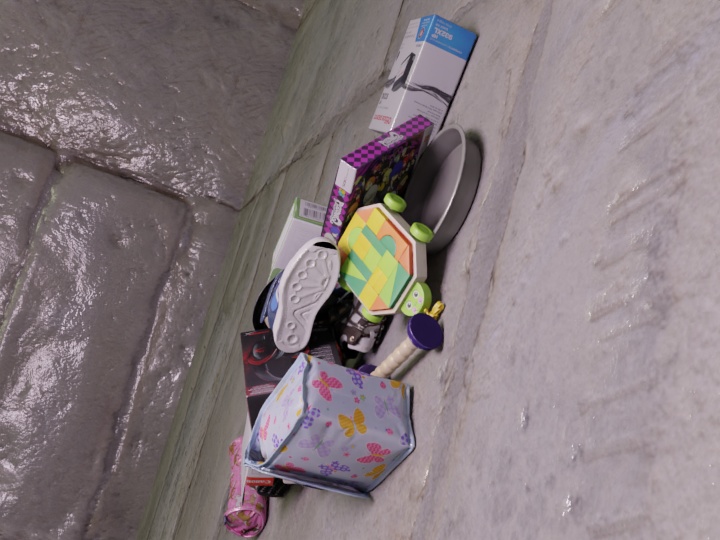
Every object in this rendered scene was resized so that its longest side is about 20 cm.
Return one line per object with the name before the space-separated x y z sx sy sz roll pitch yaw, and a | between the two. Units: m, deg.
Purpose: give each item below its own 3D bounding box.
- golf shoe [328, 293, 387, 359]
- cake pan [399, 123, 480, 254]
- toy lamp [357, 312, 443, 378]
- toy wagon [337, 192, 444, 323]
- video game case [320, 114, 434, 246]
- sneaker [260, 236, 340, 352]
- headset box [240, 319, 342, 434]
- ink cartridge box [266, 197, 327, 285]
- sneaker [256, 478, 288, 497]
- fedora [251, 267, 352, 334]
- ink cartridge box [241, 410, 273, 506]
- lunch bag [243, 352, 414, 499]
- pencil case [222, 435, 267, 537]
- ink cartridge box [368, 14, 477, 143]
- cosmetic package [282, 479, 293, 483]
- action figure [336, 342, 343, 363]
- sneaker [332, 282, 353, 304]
golf shoe | 0.018 0.073 1.225 0.200 0.077 0.096 132 135 -56
cake pan | 0.113 -0.110 1.157 0.201 0.036 0.201 -90 26 -48
toy lamp | 0.042 0.129 1.092 0.200 0.058 0.059 -48 28 46
toy wagon | 0.042 -0.003 1.105 0.200 0.039 0.156 51 122 37
video game case | 0.023 -0.124 1.210 0.200 0.036 0.182 -36 -27 -42
sneaker | -0.093 0.008 1.208 0.147 0.080 0.202 -107 33 -56
headset box | -0.100 0.163 1.205 0.200 0.147 0.076 -111 15 -62
ink cartridge box | -0.098 -0.028 1.428 0.060 0.103 0.201 -88 19 -46
sneaker | -0.134 0.314 1.408 0.091 0.069 0.201 -94 27 -47
fedora | -0.084 0.075 1.374 0.202 0.199 0.092 -62 40 26
ink cartridge box | -0.163 0.287 1.310 0.110 0.050 0.201 -99 17 -46
lunch bag | -0.045 0.226 1.061 0.200 0.168 0.128 -51 28 40
pencil case | -0.222 0.415 1.557 0.201 0.085 0.084 -95 -1 -55
ink cartridge box | 0.100 -0.312 1.340 0.145 0.083 0.202 -136 66 -71
cosmetic package | -0.081 0.234 1.272 0.201 0.086 0.104 -106 22 -61
action figure | -0.073 0.175 1.416 0.200 0.051 0.066 -45 27 50
sneaker | 0.000 0.000 1.252 0.108 0.071 0.200 -31 5 -11
